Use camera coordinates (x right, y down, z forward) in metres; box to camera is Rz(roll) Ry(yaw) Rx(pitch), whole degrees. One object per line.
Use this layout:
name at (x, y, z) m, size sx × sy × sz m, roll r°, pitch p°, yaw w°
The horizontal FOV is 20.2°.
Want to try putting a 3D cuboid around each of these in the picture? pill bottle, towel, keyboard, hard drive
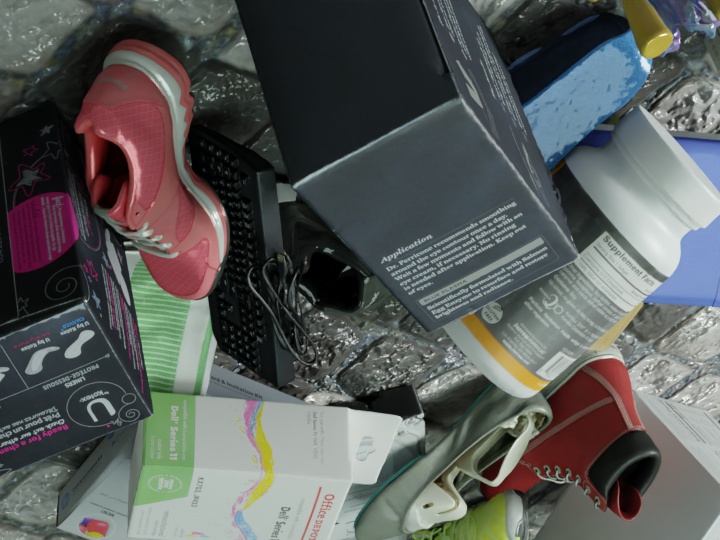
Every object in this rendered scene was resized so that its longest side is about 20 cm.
pill bottle at (0.151, -0.014, 1.414) m, size 0.200 × 0.117 × 0.116 m, roll -43°, pitch 139°, yaw 12°
towel at (-0.195, 0.038, 1.460) m, size 0.198 × 0.023 × 0.153 m, roll -2°, pitch 128°, yaw -22°
keyboard at (-0.082, 0.002, 1.393) m, size 0.040 × 0.104 × 0.201 m, roll -40°, pitch 141°, yaw -35°
hard drive at (0.193, -0.041, 1.487) m, size 0.198 × 0.025 × 0.133 m, roll 4°, pitch 115°, yaw -10°
hard drive at (-0.012, 0.183, 1.747) m, size 0.139 × 0.038 × 0.201 m, roll -13°, pitch 144°, yaw -8°

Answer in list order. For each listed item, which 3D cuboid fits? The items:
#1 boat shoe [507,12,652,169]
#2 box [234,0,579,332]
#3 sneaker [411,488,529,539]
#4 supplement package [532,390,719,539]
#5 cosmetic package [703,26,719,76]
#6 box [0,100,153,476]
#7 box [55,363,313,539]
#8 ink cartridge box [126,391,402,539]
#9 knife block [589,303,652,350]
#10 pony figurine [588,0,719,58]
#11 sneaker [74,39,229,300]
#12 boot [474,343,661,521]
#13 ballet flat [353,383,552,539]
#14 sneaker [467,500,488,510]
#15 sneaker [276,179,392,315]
boat shoe at (0.112, -0.103, 1.397) m, size 0.199 × 0.069 × 0.084 m, roll -30°, pitch 122°, yaw 7°
box at (0.026, -0.103, 1.259) m, size 0.117 × 0.198 × 0.200 m, roll -27°, pitch 143°, yaw 12°
sneaker at (0.086, 0.251, 1.777) m, size 0.076 × 0.076 × 0.200 m, roll 13°, pitch 143°, yaw -19°
supplement package at (0.264, 0.239, 1.801) m, size 0.110 × 0.156 × 0.201 m, roll 17°, pitch 113°, yaw -40°
cosmetic package at (0.338, -0.192, 1.380) m, size 0.103 × 0.088 × 0.200 m, roll 6°, pitch 137°, yaw -29°
box at (-0.219, 0.014, 1.278) m, size 0.131 × 0.201 × 0.115 m, roll -22°, pitch 132°, yaw 4°
box at (-0.131, 0.163, 1.632) m, size 0.155 × 0.041 × 0.200 m, roll 23°, pitch 126°, yaw -24°
ink cartridge box at (-0.073, 0.157, 1.543) m, size 0.198 × 0.068 × 0.117 m, roll 5°, pitch 144°, yaw -10°
knife block at (0.183, -0.017, 1.555) m, size 0.199 × 0.064 × 0.176 m, roll 4°, pitch 137°, yaw -28°
pony figurine at (0.142, -0.219, 1.198) m, size 0.166 × 0.201 × 0.193 m, roll -43°, pitch 154°, yaw 19°
sneaker at (-0.145, -0.049, 1.310) m, size 0.073 × 0.087 × 0.201 m, roll 12°, pitch 135°, yaw 27°
boot at (0.176, 0.175, 1.732) m, size 0.072 × 0.145 × 0.200 m, roll 7°, pitch 138°, yaw -34°
ballet flat at (0.080, 0.171, 1.699) m, size 0.200 × 0.064 × 0.067 m, roll -44°, pitch 150°, yaw -1°
sneaker at (0.139, 0.298, 1.922) m, size 0.077 × 0.087 × 0.200 m, roll -26°, pitch 143°, yaw 11°
sneaker at (0.000, 0.000, 1.468) m, size 0.199 × 0.091 × 0.066 m, roll 16°, pitch 132°, yaw -39°
